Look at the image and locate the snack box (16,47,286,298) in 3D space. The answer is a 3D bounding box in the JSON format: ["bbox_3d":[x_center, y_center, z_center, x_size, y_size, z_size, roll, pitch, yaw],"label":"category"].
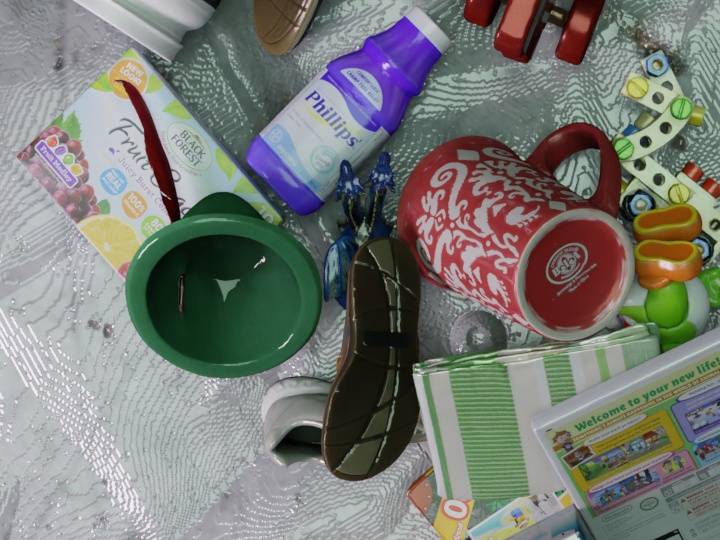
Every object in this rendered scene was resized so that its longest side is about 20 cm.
[{"bbox_3d":[-0.181,-0.071,1.792,0.142,0.053,0.200,-42,88,2],"label":"snack box"}]

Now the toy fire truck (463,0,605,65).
[{"bbox_3d":[0.162,-0.267,1.707,0.111,0.168,0.202,23,91,5],"label":"toy fire truck"}]

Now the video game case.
[{"bbox_3d":[0.262,0.146,1.651,0.199,0.022,0.183,-26,118,10],"label":"video game case"}]

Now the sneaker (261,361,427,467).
[{"bbox_3d":[0.011,0.136,1.745,0.198,0.092,0.076,-8,118,9],"label":"sneaker"}]

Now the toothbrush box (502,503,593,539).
[{"bbox_3d":[0.125,0.260,1.611,0.145,0.200,0.086,-28,86,5],"label":"toothbrush box"}]

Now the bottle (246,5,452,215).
[{"bbox_3d":[-0.006,-0.141,1.771,0.200,0.065,0.084,-44,84,3],"label":"bottle"}]

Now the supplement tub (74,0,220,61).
[{"bbox_3d":[-0.160,-0.295,1.750,0.140,0.140,0.201,32,92,5],"label":"supplement tub"}]

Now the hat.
[{"bbox_3d":[-0.118,-0.039,1.754,0.164,0.177,0.201,-5,129,1],"label":"hat"}]

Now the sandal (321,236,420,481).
[{"bbox_3d":[0.007,0.074,1.701,0.081,0.055,0.202,5,82,-16],"label":"sandal"}]

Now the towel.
[{"bbox_3d":[0.150,0.118,1.663,0.198,0.023,0.154,-10,124,4],"label":"towel"}]

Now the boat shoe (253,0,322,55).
[{"bbox_3d":[-0.033,-0.276,1.759,0.073,0.064,0.201,42,124,31],"label":"boat shoe"}]

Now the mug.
[{"bbox_3d":[0.136,-0.043,1.669,0.132,0.200,0.179,19,97,-26],"label":"mug"}]

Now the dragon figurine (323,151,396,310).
[{"bbox_3d":[0.000,0.000,1.752,0.058,0.099,0.202,4,90,5],"label":"dragon figurine"}]

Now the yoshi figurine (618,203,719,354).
[{"bbox_3d":[0.278,0.052,1.682,0.112,0.112,0.201,-27,124,-22],"label":"yoshi figurine"}]

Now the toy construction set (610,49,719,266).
[{"bbox_3d":[0.286,-0.081,1.738,0.200,0.092,0.132,39,92,15],"label":"toy construction set"}]

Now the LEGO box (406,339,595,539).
[{"bbox_3d":[0.161,0.178,1.747,0.200,0.077,0.149,-42,86,3],"label":"LEGO box"}]
